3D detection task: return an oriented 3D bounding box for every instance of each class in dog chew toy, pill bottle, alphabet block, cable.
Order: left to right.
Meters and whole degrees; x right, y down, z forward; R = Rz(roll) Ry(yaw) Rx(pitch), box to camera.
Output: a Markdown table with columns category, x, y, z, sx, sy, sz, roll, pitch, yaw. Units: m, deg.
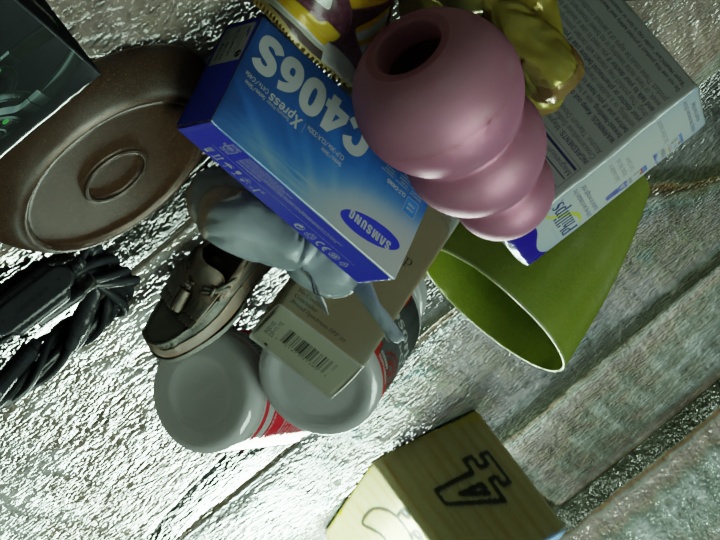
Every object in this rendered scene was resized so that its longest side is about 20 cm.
| category | x | y | z | sx | sy | sz | roll | pitch | yaw |
| --- | --- | --- | --- | --- | --- | --- | --- | --- | --- |
| cable | -0.267 | 0.052 | 1.668 | 0.200 | 0.051 | 0.163 | -40 | 166 | -1 |
| pill bottle | -0.097 | 0.111 | 1.987 | 0.112 | 0.112 | 0.200 | -45 | 159 | 21 |
| pill bottle | -0.010 | 0.058 | 1.936 | 0.116 | 0.116 | 0.200 | -49 | -177 | 30 |
| alphabet block | 0.108 | 0.335 | 2.720 | 0.196 | 0.200 | 0.195 | -21 | 154 | -39 |
| dog chew toy | 0.078 | -0.097 | 1.528 | 0.124 | 0.125 | 0.200 | -38 | 132 | 0 |

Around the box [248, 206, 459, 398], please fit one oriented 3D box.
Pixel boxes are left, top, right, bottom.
| category | x | y | z | sx | sy | sz | roll | pitch | yaw |
| --- | --- | --- | --- | --- | --- | --- | --- | --- | --- |
| box | 0.000 | 0.000 | 1.811 | 0.200 | 0.095 | 0.078 | -57 | -174 | -33 |

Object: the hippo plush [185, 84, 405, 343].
| category | x | y | z | sx | sy | sz | roll | pitch | yaw |
| --- | --- | --- | --- | --- | --- | --- | --- | --- | --- |
| hippo plush | -0.033 | -0.073 | 1.648 | 0.159 | 0.200 | 0.161 | 24 | 99 | -32 |

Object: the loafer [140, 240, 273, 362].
| category | x | y | z | sx | sy | sz | roll | pitch | yaw |
| --- | --- | --- | --- | --- | --- | --- | --- | --- | --- |
| loafer | -0.113 | -0.010 | 1.775 | 0.200 | 0.072 | 0.063 | -43 | 144 | -4 |

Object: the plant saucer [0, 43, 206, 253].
| category | x | y | z | sx | sy | sz | roll | pitch | yaw |
| --- | --- | --- | --- | --- | --- | --- | --- | --- | --- |
| plant saucer | -0.183 | -0.078 | 1.510 | 0.200 | 0.035 | 0.200 | -30 | 155 | -16 |

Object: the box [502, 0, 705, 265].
| category | x | y | z | sx | sy | sz | roll | pitch | yaw |
| --- | --- | --- | --- | --- | --- | --- | --- | --- | --- |
| box | 0.151 | -0.141 | 1.746 | 0.200 | 0.184 | 0.105 | -38 | 162 | 3 |

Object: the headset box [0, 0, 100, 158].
| category | x | y | z | sx | sy | sz | roll | pitch | yaw |
| --- | --- | --- | --- | --- | --- | --- | --- | --- | --- |
| headset box | -0.266 | -0.116 | 1.206 | 0.200 | 0.093 | 0.174 | -39 | 160 | 4 |

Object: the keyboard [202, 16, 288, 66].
| category | x | y | z | sx | sy | sz | roll | pitch | yaw |
| --- | --- | --- | --- | --- | --- | --- | --- | --- | --- |
| keyboard | -0.126 | -0.130 | 1.550 | 0.200 | 0.011 | 0.056 | -36 | 156 | -6 |

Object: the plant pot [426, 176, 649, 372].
| category | x | y | z | sx | sy | sz | roll | pitch | yaw |
| --- | --- | --- | --- | --- | --- | --- | --- | --- | --- |
| plant pot | 0.191 | -0.035 | 2.108 | 0.200 | 0.187 | 0.187 | -49 | 163 | -13 |

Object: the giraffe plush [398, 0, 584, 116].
| category | x | y | z | sx | sy | sz | roll | pitch | yaw |
| --- | --- | --- | --- | --- | --- | --- | --- | --- | --- |
| giraffe plush | 0.124 | -0.236 | 1.576 | 0.162 | 0.172 | 0.200 | -45 | 122 | -16 |

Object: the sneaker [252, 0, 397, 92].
| category | x | y | z | sx | sy | sz | roll | pitch | yaw |
| --- | --- | --- | --- | --- | --- | --- | --- | --- | --- |
| sneaker | 0.001 | -0.186 | 1.540 | 0.090 | 0.075 | 0.200 | -46 | 159 | 9 |

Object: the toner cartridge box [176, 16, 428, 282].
| category | x | y | z | sx | sy | sz | roll | pitch | yaw |
| --- | --- | --- | --- | --- | --- | --- | --- | --- | --- |
| toner cartridge box | -0.035 | -0.085 | 1.530 | 0.043 | 0.200 | 0.095 | -5 | -127 | 49 |
